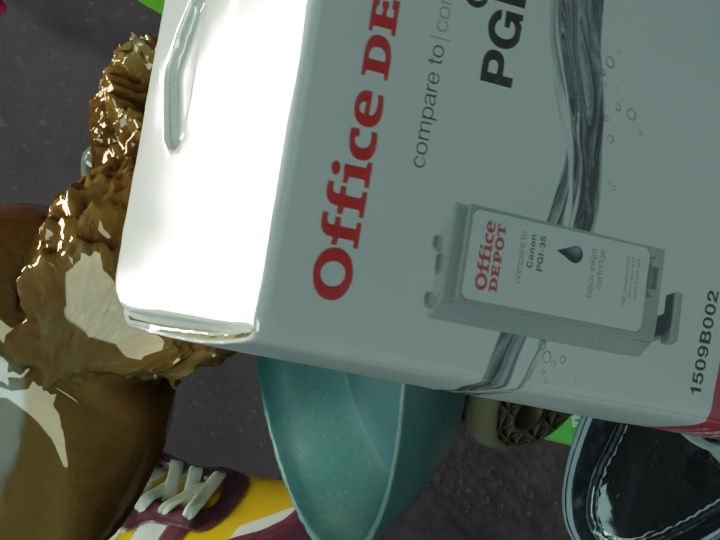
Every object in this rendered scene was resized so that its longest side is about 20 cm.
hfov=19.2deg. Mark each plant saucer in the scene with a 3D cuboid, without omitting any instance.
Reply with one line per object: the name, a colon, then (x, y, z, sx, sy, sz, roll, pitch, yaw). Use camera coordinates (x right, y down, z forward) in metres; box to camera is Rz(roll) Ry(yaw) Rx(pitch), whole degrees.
plant saucer: (0.000, 0.000, 0.746, 0.036, 0.200, 0.200, -3, 111, -17)

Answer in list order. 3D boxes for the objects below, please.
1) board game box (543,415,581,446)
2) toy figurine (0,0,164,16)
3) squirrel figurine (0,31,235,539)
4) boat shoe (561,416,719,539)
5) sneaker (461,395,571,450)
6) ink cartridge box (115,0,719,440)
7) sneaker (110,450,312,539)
board game box: (0.099, 0.021, 0.770, 0.200, 0.030, 0.096, 12, 110, 18)
toy figurine: (-0.133, -0.155, 0.712, 0.150, 0.184, 0.200, -27, 90, 46)
squirrel figurine: (-0.090, 0.009, 0.767, 0.200, 0.187, 0.142, -38, 91, 23)
boat shoe: (0.128, 0.035, 0.708, 0.072, 0.068, 0.200, 43, 118, 7)
sneaker: (0.063, -0.040, 0.735, 0.075, 0.070, 0.200, 21, 95, 41)
ink cartridge box: (0.045, -0.035, 0.614, 0.083, 0.200, 0.147, 6, 85, 58)
sneaker: (-0.094, 0.099, 0.859, 0.200, 0.075, 0.090, -14, 106, 27)
